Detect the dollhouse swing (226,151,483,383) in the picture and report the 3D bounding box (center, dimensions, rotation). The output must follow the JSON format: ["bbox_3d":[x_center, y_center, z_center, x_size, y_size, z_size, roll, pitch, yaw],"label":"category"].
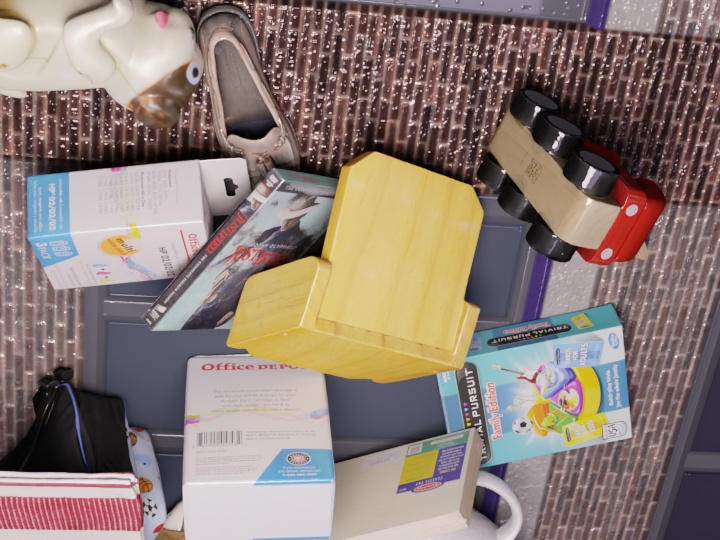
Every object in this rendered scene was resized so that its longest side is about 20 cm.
[{"bbox_3d":[0.000,0.000,1.297,0.200,0.176,0.182,15,161,-35],"label":"dollhouse swing"}]

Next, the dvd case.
[{"bbox_3d":[-0.104,-0.016,1.263,0.200,0.022,0.146,-48,159,18],"label":"dvd case"}]

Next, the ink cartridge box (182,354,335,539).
[{"bbox_3d":[-0.104,0.174,1.327,0.144,0.200,0.085,-1,124,-5],"label":"ink cartridge box"}]

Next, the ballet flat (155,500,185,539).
[{"bbox_3d":[-0.171,0.290,1.452,0.200,0.068,0.072,-1,81,28],"label":"ballet flat"}]

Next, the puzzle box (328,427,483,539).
[{"bbox_3d":[0.029,0.239,1.388,0.200,0.133,0.025,-18,117,24],"label":"puzzle box"}]

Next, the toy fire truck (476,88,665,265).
[{"bbox_3d":[0.228,-0.063,1.248,0.200,0.176,0.129,11,119,-29],"label":"toy fire truck"}]

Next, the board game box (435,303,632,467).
[{"bbox_3d":[0.185,0.129,1.419,0.200,0.047,0.151,-12,121,1],"label":"board game box"}]

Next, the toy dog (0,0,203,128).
[{"bbox_3d":[-0.233,-0.194,1.134,0.200,0.140,0.194,15,131,-14],"label":"toy dog"}]

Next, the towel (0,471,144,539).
[{"bbox_3d":[-0.274,0.253,1.238,0.144,0.023,0.200,1,133,-3],"label":"towel"}]

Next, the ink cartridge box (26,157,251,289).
[{"bbox_3d":[-0.200,-0.043,1.234,0.200,0.068,0.115,-6,156,-2],"label":"ink cartridge box"}]

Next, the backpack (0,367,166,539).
[{"bbox_3d":[-0.301,0.237,1.361,0.154,0.200,0.190,30,117,-36],"label":"backpack"}]

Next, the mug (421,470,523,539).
[{"bbox_3d":[0.090,0.298,1.451,0.175,0.148,0.200,39,110,-17],"label":"mug"}]

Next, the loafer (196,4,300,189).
[{"bbox_3d":[-0.106,-0.143,1.217,0.072,0.063,0.200,-16,121,4],"label":"loafer"}]
